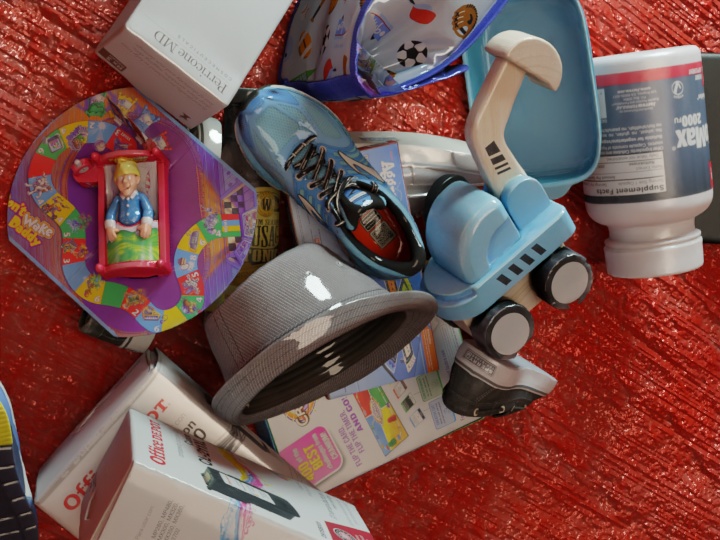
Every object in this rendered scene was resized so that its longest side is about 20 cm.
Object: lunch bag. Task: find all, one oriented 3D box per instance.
[{"bbox_3d":[0.028,-0.215,1.035,0.124,0.170,0.200,43,76,-22],"label":"lunch bag"}]

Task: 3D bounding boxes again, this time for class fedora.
[{"bbox_3d":[-0.045,0.039,0.985,0.199,0.177,0.091,-19,70,-43],"label":"fedora"}]

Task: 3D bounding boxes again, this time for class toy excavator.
[{"bbox_3d":[0.110,-0.061,1.014,0.194,0.100,0.200,-40,122,-7],"label":"toy excavator"}]

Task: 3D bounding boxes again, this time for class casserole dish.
[{"bbox_3d":[0.157,-0.164,1.133,0.039,0.120,0.202,-22,105,-58],"label":"casserole dish"}]

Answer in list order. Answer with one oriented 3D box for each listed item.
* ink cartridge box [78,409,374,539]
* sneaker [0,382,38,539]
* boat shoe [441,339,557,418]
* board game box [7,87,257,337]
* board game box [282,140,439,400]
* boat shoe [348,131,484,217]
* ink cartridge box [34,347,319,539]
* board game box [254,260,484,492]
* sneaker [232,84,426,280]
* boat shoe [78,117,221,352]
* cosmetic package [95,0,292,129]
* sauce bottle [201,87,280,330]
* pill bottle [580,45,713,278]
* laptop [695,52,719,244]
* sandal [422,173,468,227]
[{"bbox_3d":[-0.094,0.189,0.913,0.199,0.146,0.083,26,92,-14],"label":"ink cartridge box"},{"bbox_3d":[-0.292,0.159,0.983,0.073,0.082,0.202,-6,118,-19],"label":"sneaker"},{"bbox_3d":[0.118,0.099,1.116,0.057,0.068,0.200,-60,156,5],"label":"boat shoe"},{"bbox_3d":[-0.182,-0.050,0.972,0.200,0.039,0.158,40,83,12],"label":"board game box"},{"bbox_3d":[0.000,0.000,1.067,0.102,0.019,0.202,-13,102,-12],"label":"board game box"},{"bbox_3d":[0.035,-0.080,1.106,0.198,0.072,0.069,-2,110,-25],"label":"boat shoe"},{"bbox_3d":[-0.141,0.183,1.021,0.200,0.085,0.146,43,88,-12],"label":"ink cartridge box"},{"bbox_3d":[-0.001,0.096,1.119,0.199,0.040,0.154,-21,103,-20],"label":"board game box"},{"bbox_3d":[-0.014,-0.069,0.994,0.200,0.090,0.078,43,87,-17],"label":"sneaker"},{"bbox_3d":[-0.168,-0.035,1.018,0.063,0.071,0.201,21,88,-25],"label":"boat shoe"},{"bbox_3d":[-0.110,-0.224,1.001,0.101,0.074,0.201,36,64,-22],"label":"cosmetic package"},{"bbox_3d":[-0.099,-0.049,1.050,0.065,0.066,0.202,-1,96,-23],"label":"sauce bottle"},{"bbox_3d":[0.263,-0.100,1.173,0.119,0.119,0.202,-12,100,-22],"label":"pill bottle"},{"bbox_3d":[0.423,-0.119,1.301,0.198,0.116,0.189,3,93,5],"label":"laptop"},{"bbox_3d":[0.110,-0.002,1.119,0.075,0.045,0.200,-56,139,-25],"label":"sandal"}]
